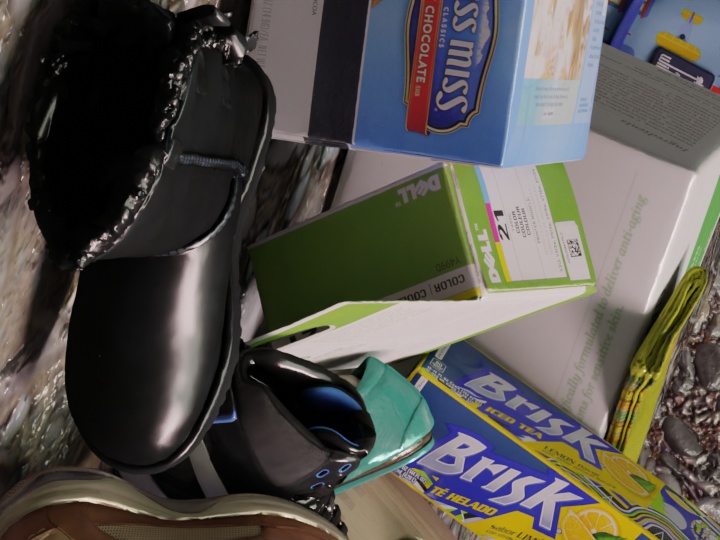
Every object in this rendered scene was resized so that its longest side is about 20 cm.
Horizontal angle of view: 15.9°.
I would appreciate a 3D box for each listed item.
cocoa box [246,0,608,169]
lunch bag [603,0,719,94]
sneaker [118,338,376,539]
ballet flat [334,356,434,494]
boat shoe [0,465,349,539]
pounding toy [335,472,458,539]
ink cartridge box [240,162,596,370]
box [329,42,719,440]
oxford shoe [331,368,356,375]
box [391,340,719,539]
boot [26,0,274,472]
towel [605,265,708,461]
[{"bbox_3d":[0.039,-0.123,1.237,0.200,0.131,0.134,-13,112,-74],"label":"cocoa box"},{"bbox_3d":[0.169,-0.120,1.643,0.094,0.199,0.151,73,41,-70],"label":"lunch bag"},{"bbox_3d":[-0.024,0.115,1.238,0.200,0.112,0.073,48,34,-31],"label":"sneaker"},{"bbox_3d":[-0.059,0.105,1.333,0.200,0.071,0.067,-30,-172,2],"label":"ballet flat"},{"bbox_3d":[-0.077,0.145,1.157,0.199,0.072,0.076,11,128,-35],"label":"boat shoe"},{"bbox_3d":[0.018,0.204,1.426,0.200,0.184,0.142,-39,-177,27],"label":"pounding toy"},{"bbox_3d":[0.000,0.000,1.297,0.200,0.147,0.076,-3,75,-49],"label":"ink cartridge box"},{"bbox_3d":[0.097,-0.028,1.508,0.171,0.199,0.200,-33,145,-64],"label":"box"},{"bbox_3d":[-0.048,0.114,1.481,0.058,0.075,0.200,-5,136,-28],"label":"oxford shoe"},{"bbox_3d":[0.103,0.121,1.415,0.064,0.200,0.070,-56,179,25],"label":"box"},{"bbox_3d":[-0.091,-0.015,1.038,0.162,0.073,0.199,16,89,-80],"label":"boot"},{"bbox_3d":[0.162,0.086,1.488,0.086,0.018,0.200,-54,164,-35],"label":"towel"}]
